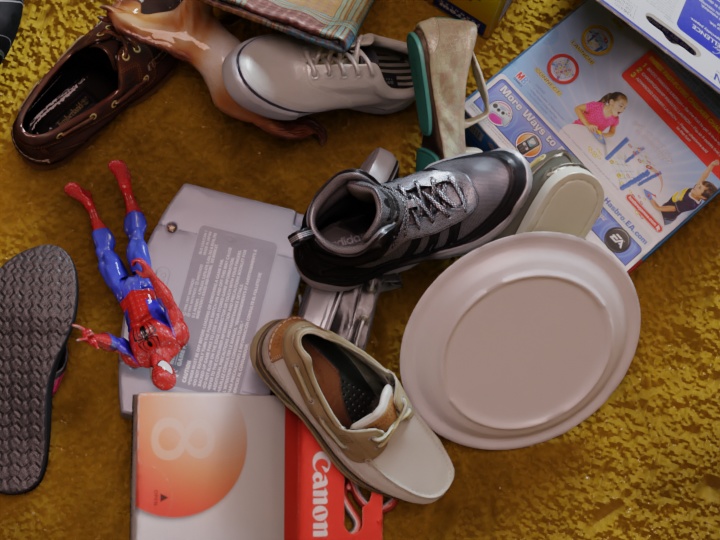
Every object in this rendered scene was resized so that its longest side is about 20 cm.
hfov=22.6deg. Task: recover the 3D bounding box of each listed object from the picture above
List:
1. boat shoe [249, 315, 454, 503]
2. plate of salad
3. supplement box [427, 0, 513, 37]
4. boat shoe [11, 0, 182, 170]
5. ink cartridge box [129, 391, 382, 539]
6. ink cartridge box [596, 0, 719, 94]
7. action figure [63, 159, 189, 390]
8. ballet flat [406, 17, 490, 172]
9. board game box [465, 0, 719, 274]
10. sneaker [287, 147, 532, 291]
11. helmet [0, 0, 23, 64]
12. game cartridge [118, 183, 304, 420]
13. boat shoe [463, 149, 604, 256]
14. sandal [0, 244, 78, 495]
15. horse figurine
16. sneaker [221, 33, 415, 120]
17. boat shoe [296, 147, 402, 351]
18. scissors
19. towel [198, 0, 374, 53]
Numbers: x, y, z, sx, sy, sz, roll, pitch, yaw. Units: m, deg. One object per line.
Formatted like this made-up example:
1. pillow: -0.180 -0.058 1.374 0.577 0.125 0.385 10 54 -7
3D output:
1. boat shoe: 0.002 0.113 1.389 0.200 0.068 0.075 40 69 -19
2. plate of salad: 0.125 0.054 1.431 0.199 0.201 0.048 -14 32 -8
3. supplement box: 0.102 -0.297 1.490 0.109 0.200 0.109 33 74 5
4. boat shoe: -0.209 -0.166 1.496 0.070 0.070 0.200 36 73 9
5. ink cartridge box: -0.078 0.176 1.399 0.199 0.050 0.163 1 86 -6
6. ink cartridge box: 0.264 -0.222 1.504 0.197 0.047 0.200 36 45 -6
7. action figure: -0.190 0.000 1.405 0.065 0.099 0.200 -27 65 9
8. ballet flat: 0.077 -0.106 1.467 0.062 0.067 0.201 -9 112 -14
9. board game box: 0.216 -0.119 1.525 0.196 0.056 0.200 -40 81 -14
10. sneaker: 0.038 -0.046 1.376 0.200 0.114 0.076 -23 77 1
11. helmet: -0.368 -0.219 1.432 0.199 0.191 0.201 1 74 -5
12. game cartridge: -0.123 0.035 1.465 0.133 0.040 0.201 16 74 -4
13. boat shoe: 0.119 -0.008 1.459 0.072 0.060 0.202 26 109 -29
14. sandal: -0.269 0.078 1.442 0.075 0.045 0.201 8 88 3
15. horse figurine: -0.103 -0.176 1.489 0.200 0.050 0.133 48 47 -1
16. sneaker: -0.020 -0.166 1.463 0.200 0.071 0.073 -6 74 -41
17. boat shoe: 0.000 0.000 1.473 0.071 0.072 0.200 23 78 -9
18. scissors: -0.034 0.120 1.459 0.073 0.014 0.200 -25 79 -10
19. towel: -0.059 -0.241 1.484 0.146 0.200 0.022 19 118 0
